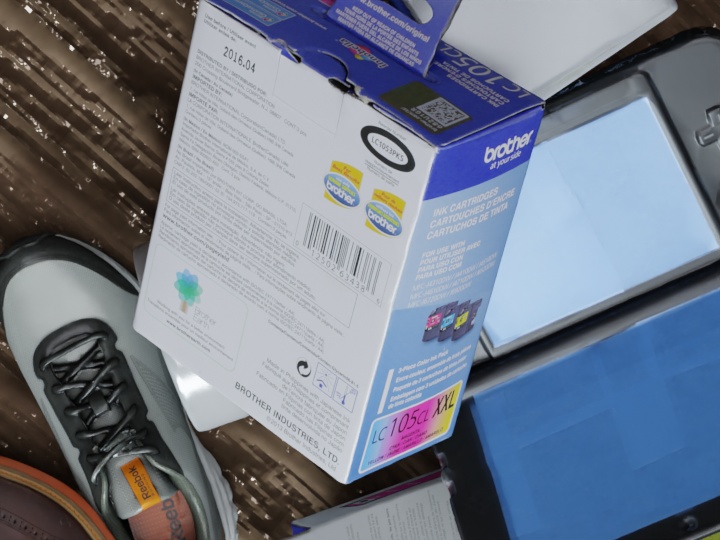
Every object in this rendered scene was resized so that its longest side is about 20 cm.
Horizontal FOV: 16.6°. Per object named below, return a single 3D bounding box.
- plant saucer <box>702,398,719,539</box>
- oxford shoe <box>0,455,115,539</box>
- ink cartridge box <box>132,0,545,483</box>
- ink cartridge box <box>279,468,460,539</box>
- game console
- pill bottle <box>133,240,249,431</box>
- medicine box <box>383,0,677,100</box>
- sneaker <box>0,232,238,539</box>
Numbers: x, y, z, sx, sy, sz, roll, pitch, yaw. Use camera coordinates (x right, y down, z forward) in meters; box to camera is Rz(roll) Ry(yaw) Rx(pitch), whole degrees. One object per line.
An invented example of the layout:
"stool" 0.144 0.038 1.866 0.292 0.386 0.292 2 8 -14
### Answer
"plant saucer" 0.131 0.119 1.131 0.031 0.200 0.201 2 105 -44
"oxford shoe" -0.147 0.158 1.182 0.200 0.071 0.072 34 53 23
"ink cartridge box" -0.009 -0.033 1.019 0.136 0.076 0.201 34 128 29
"ink cartridge box" 0.024 0.153 1.184 0.200 0.037 0.095 -15 94 -47
"game console" 0.105 0.021 1.064 0.199 0.119 0.173 -24 118 12
"pill bottle" 0.000 0.000 1.179 0.199 0.113 0.114 -20 102 0
"medicine box" 0.037 -0.174 1.102 0.103 0.200 0.183 -34 102 3
"sneaker" -0.116 0.072 1.203 0.074 0.079 0.201 -26 101 3
